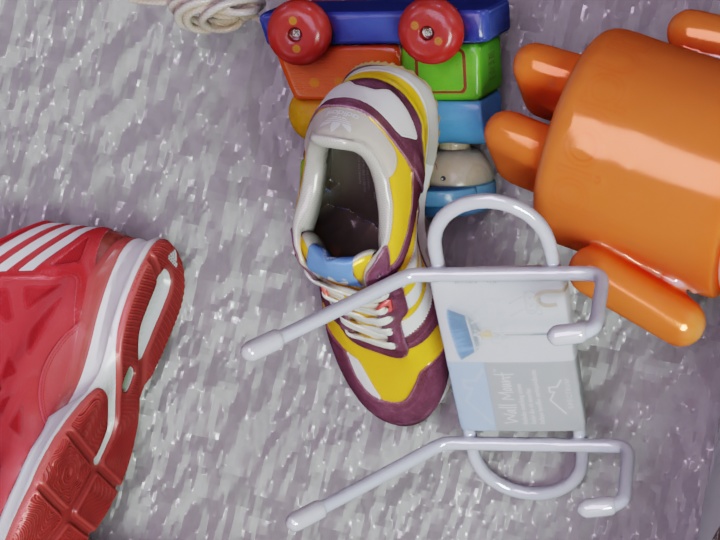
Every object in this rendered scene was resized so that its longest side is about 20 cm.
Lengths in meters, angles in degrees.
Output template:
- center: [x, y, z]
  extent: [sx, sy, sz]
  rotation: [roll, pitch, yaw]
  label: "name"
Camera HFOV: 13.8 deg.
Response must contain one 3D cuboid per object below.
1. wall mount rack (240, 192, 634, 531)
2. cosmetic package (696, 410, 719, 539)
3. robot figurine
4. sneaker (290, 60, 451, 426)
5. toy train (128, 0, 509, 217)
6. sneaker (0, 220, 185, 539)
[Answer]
- center: [0.042, 0.060, 1.468]
  extent: [0.173, 0.075, 0.200]
  rotation: [-2, 129, 14]
  label: "wall mount rack"
- center: [0.197, 0.142, 1.420]
  extent: [0.074, 0.102, 0.200]
  rotation: [12, 61, 0]
  label: "cosmetic package"
- center: [0.163, -0.048, 1.478]
  extent: [0.200, 0.144, 0.117]
  rotation: [19, 129, 15]
  label: "robot figurine"
- center: [0.000, 0.000, 1.498]
  extent: [0.075, 0.090, 0.200]
  rotation: [5, 118, 24]
  label: "sneaker"
- center: [-0.022, -0.088, 1.555]
  extent: [0.200, 0.085, 0.116]
  rotation: [1, 102, 17]
  label: "toy train"
- center: [-0.179, 0.065, 1.580]
  extent: [0.115, 0.078, 0.200]
  rotation: [14, 66, 25]
  label: "sneaker"
